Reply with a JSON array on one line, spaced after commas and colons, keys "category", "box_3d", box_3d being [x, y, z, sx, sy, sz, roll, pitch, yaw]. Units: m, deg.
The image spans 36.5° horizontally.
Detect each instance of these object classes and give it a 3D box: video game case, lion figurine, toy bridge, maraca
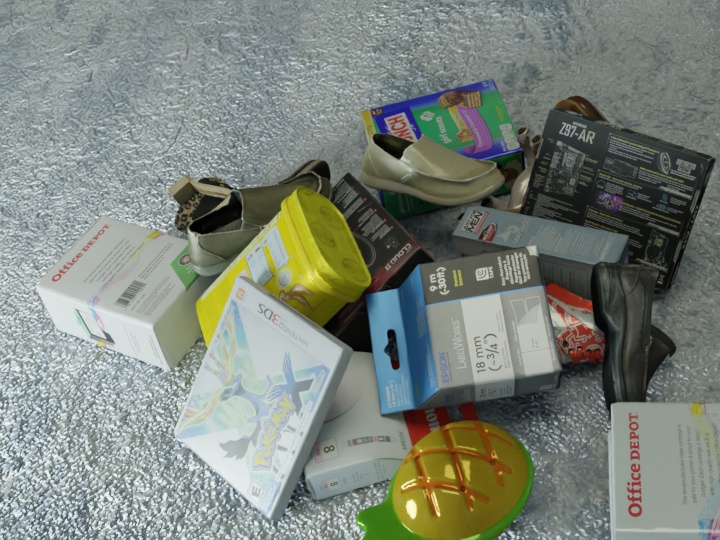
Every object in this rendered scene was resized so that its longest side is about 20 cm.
[{"category": "video game case", "box_3d": [-0.111, 0.134, 1.187, 0.181, 0.022, 0.203, 31, 102, 38]}, {"category": "lion figurine", "box_3d": [0.216, -0.098, 1.403, 0.200, 0.123, 0.072, -44, 34, -9]}, {"category": "toy bridge", "box_3d": [-0.181, -0.070, 1.427, 0.067, 0.027, 0.200, -41, 53, -4]}, {"category": "maraca", "box_3d": [0.084, 0.225, 1.074, 0.199, 0.108, 0.136, -38, 41, -25]}]

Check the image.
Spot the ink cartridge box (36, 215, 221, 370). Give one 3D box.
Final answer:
[{"category": "ink cartridge box", "box_3d": [-0.287, 0.025, 1.394, 0.197, 0.085, 0.145, 15, 50, 27]}]

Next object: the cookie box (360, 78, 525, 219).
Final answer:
[{"category": "cookie box", "box_3d": [0.111, -0.167, 1.504, 0.197, 0.076, 0.173, -14, 44, 1]}]

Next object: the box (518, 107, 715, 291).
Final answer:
[{"category": "box", "box_3d": [0.297, -0.087, 1.295, 0.198, 0.163, 0.043, 21, 18, 22]}]

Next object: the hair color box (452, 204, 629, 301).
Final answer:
[{"category": "hair color box", "box_3d": [0.213, -0.006, 1.291, 0.197, 0.100, 0.061, 13, 48, 26]}]

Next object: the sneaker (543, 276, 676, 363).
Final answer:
[{"category": "sneaker", "box_3d": [0.241, 0.087, 1.220, 0.199, 0.067, 0.109, 24, 75, 15]}]

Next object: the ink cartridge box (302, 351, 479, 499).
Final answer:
[{"category": "ink cartridge box", "box_3d": [0.024, 0.152, 1.212, 0.197, 0.058, 0.164, -19, 42, 1]}]

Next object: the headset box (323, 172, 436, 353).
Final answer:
[{"category": "headset box", "box_3d": [0.000, 0.000, 1.317, 0.149, 0.075, 0.200, -47, 46, 4]}]

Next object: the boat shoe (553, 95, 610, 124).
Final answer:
[{"category": "boat shoe", "box_3d": [0.309, -0.128, 1.358, 0.070, 0.202, 0.070, -28, 2, -31]}]

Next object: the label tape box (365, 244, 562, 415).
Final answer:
[{"category": "label tape box", "box_3d": [0.106, 0.065, 1.177, 0.196, 0.063, 0.146, -10, 68, 4]}]

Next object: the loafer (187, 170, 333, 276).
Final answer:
[{"category": "loafer", "box_3d": [-0.124, -0.066, 1.326, 0.198, 0.070, 0.075, -31, 45, -9]}]

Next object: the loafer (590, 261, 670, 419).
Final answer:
[{"category": "loafer", "box_3d": [0.290, 0.088, 1.145, 0.071, 0.073, 0.204, -4, 80, 1]}]

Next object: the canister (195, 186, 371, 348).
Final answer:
[{"category": "canister", "box_3d": [-0.095, 0.025, 1.268, 0.200, 0.086, 0.150, -44, 49, 23]}]

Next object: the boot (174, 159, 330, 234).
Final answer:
[{"category": "boot", "box_3d": [-0.148, -0.096, 1.498, 0.149, 0.074, 0.201, 23, 62, 32]}]

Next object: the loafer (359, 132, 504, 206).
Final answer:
[{"category": "loafer", "box_3d": [0.083, -0.130, 1.354, 0.197, 0.069, 0.076, 9, 33, 28]}]

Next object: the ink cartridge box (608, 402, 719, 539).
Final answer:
[{"category": "ink cartridge box", "box_3d": [0.326, 0.219, 0.991, 0.196, 0.146, 0.147, 0, 43, 13]}]
